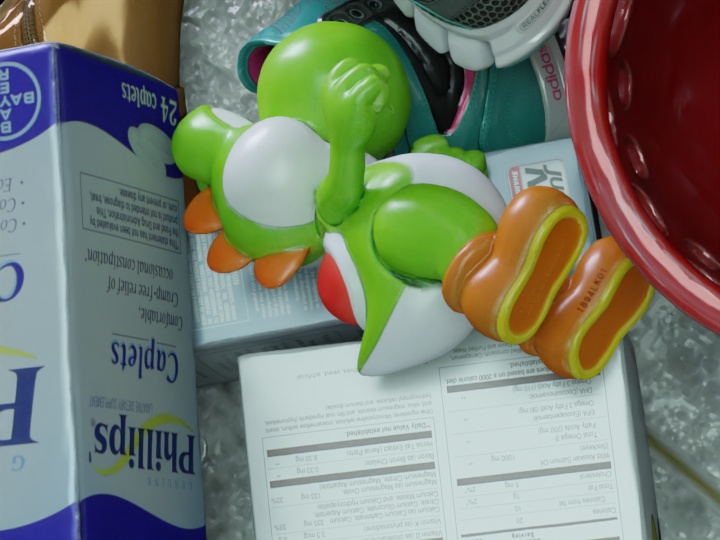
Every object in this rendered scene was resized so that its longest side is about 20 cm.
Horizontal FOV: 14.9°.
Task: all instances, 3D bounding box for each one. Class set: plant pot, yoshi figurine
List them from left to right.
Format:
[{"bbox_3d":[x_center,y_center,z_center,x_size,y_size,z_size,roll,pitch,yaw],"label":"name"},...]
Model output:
[{"bbox_3d":[0.016,-0.039,1.031,0.200,0.112,0.112,25,128,38],"label":"yoshi figurine"},{"bbox_3d":[0.184,-0.069,0.998,0.200,0.182,0.200,0,92,13],"label":"plant pot"}]

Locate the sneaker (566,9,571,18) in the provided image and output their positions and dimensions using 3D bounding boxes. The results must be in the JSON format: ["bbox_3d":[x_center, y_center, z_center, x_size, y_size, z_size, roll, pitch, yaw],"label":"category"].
[{"bbox_3d":[0.134,-0.157,1.122,0.200,0.091,0.076,-12,80,-15],"label":"sneaker"}]

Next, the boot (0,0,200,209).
[{"bbox_3d":[-0.093,-0.093,1.179,0.200,0.074,0.155,-26,79,18],"label":"boot"}]

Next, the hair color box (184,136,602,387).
[{"bbox_3d":[0.000,0.000,1.139,0.200,0.099,0.061,-10,79,6],"label":"hair color box"}]

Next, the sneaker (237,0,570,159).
[{"bbox_3d":[-0.002,-0.121,1.151,0.121,0.084,0.200,-20,79,-27],"label":"sneaker"}]

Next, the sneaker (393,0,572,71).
[{"bbox_3d":[-0.004,-0.160,1.071,0.200,0.091,0.078,33,81,26],"label":"sneaker"}]

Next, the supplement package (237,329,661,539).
[{"bbox_3d":[0.045,0.131,1.087,0.151,0.152,0.200,-7,81,7],"label":"supplement package"}]

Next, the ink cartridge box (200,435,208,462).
[{"bbox_3d":[-0.178,0.062,1.171,0.200,0.067,0.116,33,87,11],"label":"ink cartridge box"}]

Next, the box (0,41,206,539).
[{"bbox_3d":[-0.168,0.029,1.069,0.184,0.105,0.200,-8,81,21],"label":"box"}]
